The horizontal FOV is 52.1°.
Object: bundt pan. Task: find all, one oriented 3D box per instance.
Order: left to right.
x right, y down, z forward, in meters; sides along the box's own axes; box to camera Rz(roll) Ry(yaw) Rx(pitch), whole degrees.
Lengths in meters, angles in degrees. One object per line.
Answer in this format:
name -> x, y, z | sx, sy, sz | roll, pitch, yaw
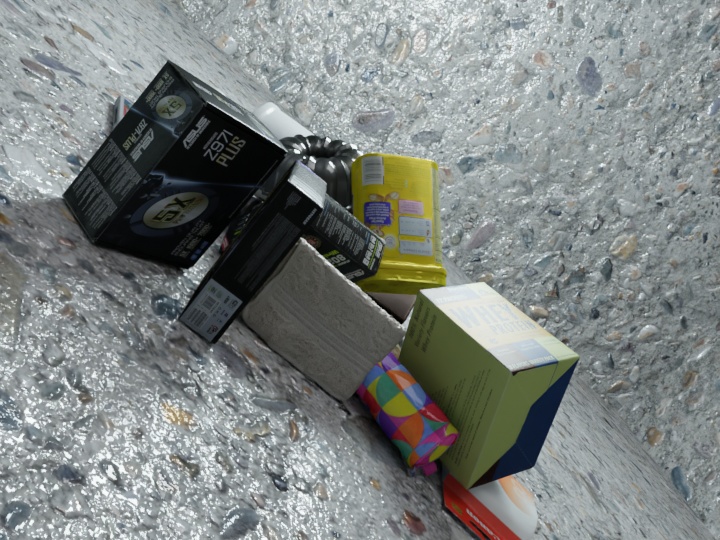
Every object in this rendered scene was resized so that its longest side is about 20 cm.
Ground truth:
bundt pan -> -0.072, -0.172, 1.228 | 0.200, 0.076, 0.202 | 7, 27, -4

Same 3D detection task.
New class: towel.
towel -> -0.050, 0.065, 0.949 | 0.200, 0.133, 0.034 | 40, 8, -13

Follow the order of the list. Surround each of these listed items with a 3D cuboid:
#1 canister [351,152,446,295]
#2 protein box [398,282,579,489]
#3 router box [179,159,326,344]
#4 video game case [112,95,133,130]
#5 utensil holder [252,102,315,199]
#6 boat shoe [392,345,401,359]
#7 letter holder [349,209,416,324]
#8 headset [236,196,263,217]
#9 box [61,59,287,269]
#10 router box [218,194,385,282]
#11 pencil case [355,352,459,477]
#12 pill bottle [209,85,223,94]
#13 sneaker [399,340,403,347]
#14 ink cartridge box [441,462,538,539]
canister -> 0.056, -0.071, 1.135 | 0.148, 0.201, 0.087 | 4, -15, -21
protein box -> 0.165, 0.155, 1.049 | 0.134, 0.200, 0.200 | -5, 32, -35
router box -> -0.120, -0.028, 0.863 | 0.052, 0.200, 0.157 | 38, 13, -11
video game case -> -0.323, -0.198, 1.227 | 0.200, 0.023, 0.182 | 36, 14, -30
utensil holder -> -0.136, -0.194, 1.413 | 0.199, 0.170, 0.170 | 35, 11, 2
boat shoe -> -0.002, 0.108, 1.113 | 0.200, 0.076, 0.074 | 36, 18, -28
letter holder -> 0.000, 0.000, 1.217 | 0.200, 0.101, 0.142 | 36, 52, -2
headset -> -0.163, -0.095, 1.162 | 0.199, 0.095, 0.123 | -3, 18, -44
box -> -0.210, -0.113, 0.856 | 0.086, 0.200, 0.164 | 48, 11, 27
router box -> -0.086, -0.033, 1.051 | 0.150, 0.199, 0.062 | 36, 55, -29
pencil case -> 0.046, 0.181, 1.007 | 0.200, 0.088, 0.088 | 51, 13, 24
pill bottle -> -0.261, -0.209, 1.125 | 0.120, 0.120, 0.200 | 40, 26, -18
sneaker -> 0.053, 0.132, 1.271 | 0.200, 0.074, 0.081 | 48, 31, 17
ink cartridge box -> 0.187, 0.325, 1.051 | 0.162, 0.050, 0.200 | 43, 8, -3
